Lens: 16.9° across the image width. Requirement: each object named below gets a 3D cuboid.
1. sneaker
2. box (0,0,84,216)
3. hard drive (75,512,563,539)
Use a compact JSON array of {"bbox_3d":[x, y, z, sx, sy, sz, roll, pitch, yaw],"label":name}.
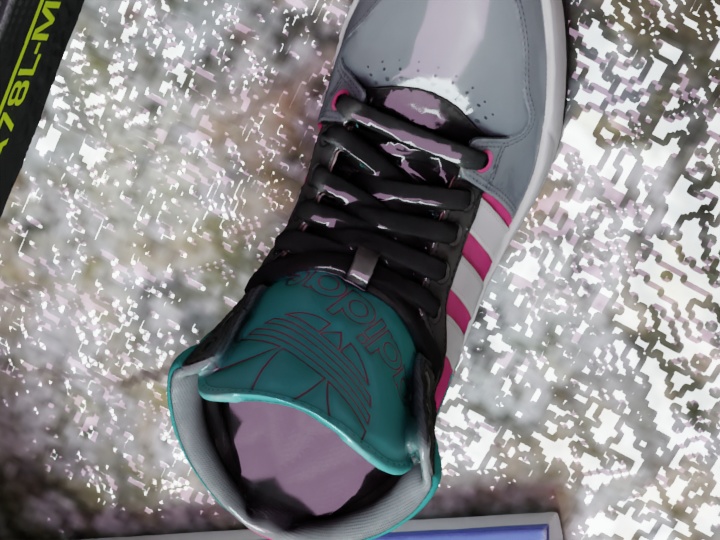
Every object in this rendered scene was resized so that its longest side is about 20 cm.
[{"bbox_3d":[0.000,0.000,0.692,0.083,0.121,0.201,18,118,6],"label":"sneaker"},{"bbox_3d":[-0.162,-0.107,0.670,0.192,0.047,0.201,29,104,17],"label":"box"},{"bbox_3d":[-0.024,0.153,0.811,0.198,0.025,0.133,-5,99,18],"label":"hard drive"}]
